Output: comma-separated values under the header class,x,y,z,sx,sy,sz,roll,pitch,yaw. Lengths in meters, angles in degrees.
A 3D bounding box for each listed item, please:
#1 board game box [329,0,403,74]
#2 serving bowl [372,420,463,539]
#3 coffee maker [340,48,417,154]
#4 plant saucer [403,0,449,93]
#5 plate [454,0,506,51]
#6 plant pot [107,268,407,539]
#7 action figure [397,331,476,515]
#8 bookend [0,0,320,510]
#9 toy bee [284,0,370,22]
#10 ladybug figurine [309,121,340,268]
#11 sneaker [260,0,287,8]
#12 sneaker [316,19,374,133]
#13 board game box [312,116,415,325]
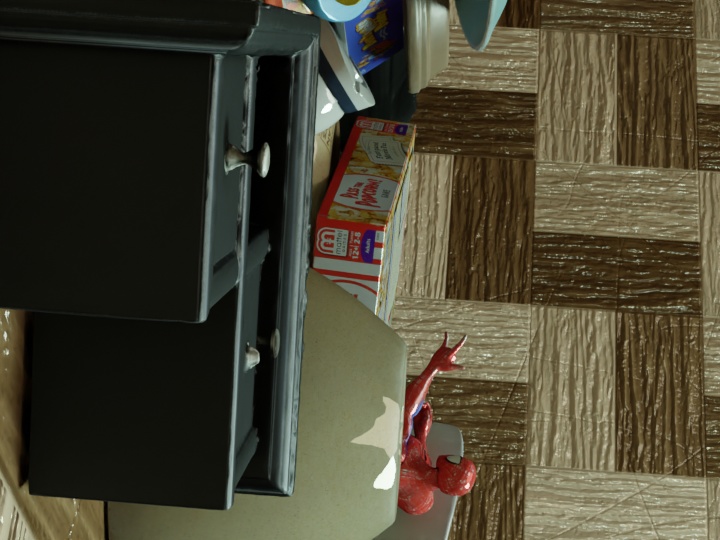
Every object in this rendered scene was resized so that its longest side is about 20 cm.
class,x,y,z,sx,sy,sz,roll,pitch,yaw
board game box,-0.027,-0.212,1.040,0.135,0.045,0.200,57,-3,9
serving bowl,-0.002,0.182,1.031,0.200,0.065,0.201,-159,-90,-84
coffee maker,-0.006,-0.175,1.329,0.200,0.134,0.193,84,10,-71
plant saucer,0.039,-0.216,1.070,0.200,0.029,0.202,-3,90,-90
plate,0.071,-0.227,0.941,0.200,0.025,0.202,176,-90,-85
plant pot,-0.045,0.079,0.853,0.200,0.133,0.202,4,90,-88
action figure,0.001,0.082,0.973,0.099,0.199,0.065,-52,132,-23
bookend,-0.073,0.003,0.586,0.200,0.091,0.200,-58,151,-83
toy bee,-0.037,-0.184,0.843,0.201,0.130,0.109,-64,145,-32
ladybug figurine,-0.054,-0.058,1.121,0.200,0.071,0.137,90,6,-61
sneaker,-0.085,-0.050,0.740,0.082,0.077,0.201,26,64,-58
sneaker,-0.058,-0.142,1.033,0.077,0.080,0.200,53,6,-31
board game box,0.000,0.000,1.110,0.200,0.046,0.152,-72,169,-67
